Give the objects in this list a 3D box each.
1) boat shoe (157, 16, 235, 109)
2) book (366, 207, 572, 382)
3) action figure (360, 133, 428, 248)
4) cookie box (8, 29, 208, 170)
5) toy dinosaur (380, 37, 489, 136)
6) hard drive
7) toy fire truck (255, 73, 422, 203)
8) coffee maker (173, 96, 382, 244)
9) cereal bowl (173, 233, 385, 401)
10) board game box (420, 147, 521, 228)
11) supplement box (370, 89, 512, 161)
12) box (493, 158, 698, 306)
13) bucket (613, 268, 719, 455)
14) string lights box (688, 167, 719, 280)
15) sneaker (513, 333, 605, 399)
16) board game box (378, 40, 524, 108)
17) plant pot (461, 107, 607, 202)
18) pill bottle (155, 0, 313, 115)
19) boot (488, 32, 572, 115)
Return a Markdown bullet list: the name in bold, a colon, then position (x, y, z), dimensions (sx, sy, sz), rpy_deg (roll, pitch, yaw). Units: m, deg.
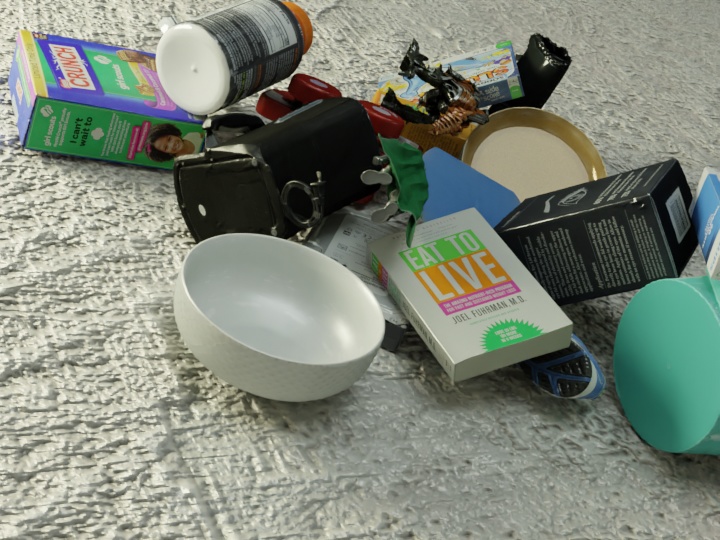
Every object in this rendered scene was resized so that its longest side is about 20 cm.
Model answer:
- **boat shoe**: position (-0.184, -0.269, 1.502), dimensions (0.074, 0.067, 0.200), rpy_deg (58, 4, 18)
- **book**: position (0.106, 0.024, 1.248), dimensions (0.134, 0.048, 0.200), rpy_deg (-16, 43, -20)
- **action figure**: position (0.044, -0.093, 1.306), dimensions (0.055, 0.118, 0.200), rpy_deg (-10, 7, 14)
- **cookie box**: position (-0.293, -0.195, 1.405), dimensions (0.200, 0.075, 0.171), rpy_deg (6, 33, -27)
- **toy dinosaur**: position (0.104, -0.218, 1.544), dimensions (0.136, 0.102, 0.200), rpy_deg (27, 6, -4)
- **hard drive**: position (0.000, 0.000, 1.319), dimensions (0.140, 0.038, 0.200), rpy_deg (23, 30, 2)
- **toy fire truck**: position (-0.027, -0.172, 1.521), dimensions (0.200, 0.112, 0.168), rpy_deg (25, 17, 5)
- **coffee maker**: position (-0.064, -0.097, 1.294), dimensions (0.192, 0.135, 0.200), rpy_deg (22, 34, 28)
- **cereal bowl**: position (-0.081, 0.054, 1.131), dimensions (0.200, 0.083, 0.200), rpy_deg (16, 31, -10)
- **board game box**: position (0.128, -0.051, 1.458), dimensions (0.200, 0.039, 0.158), rpy_deg (26, 48, -29)
- **supplement box**: position (0.101, -0.172, 1.636), dimensions (0.200, 0.069, 0.067), rpy_deg (17, 29, -5)
- **box**: position (0.267, -0.038, 1.385), dimensions (0.200, 0.104, 0.148), rpy_deg (-14, 13, 31)
- **bucket**: position (0.367, 0.096, 1.252), dimensions (0.135, 0.207, 0.207), rpy_deg (0, 36, -27)
- **string lights box**: position (0.407, -0.040, 1.259), dimensions (0.103, 0.059, 0.200), rpy_deg (17, 23, 2)
- **sneaker**: position (0.179, 0.077, 1.295), dimensions (0.077, 0.076, 0.200), rpy_deg (28, 14, -50)
- **board game box**: position (0.124, -0.257, 1.710), dimensions (0.200, 0.034, 0.135), rpy_deg (-15, 30, 9)
- **plant pot**: position (0.224, -0.119, 1.582), dimensions (0.200, 0.027, 0.200), rpy_deg (5, 66, -11)
- **pill bottle**: position (-0.136, -0.257, 1.413), dimensions (0.106, 0.106, 0.200), rpy_deg (32, 36, 17)
- **boot**: position (0.240, -0.236, 1.727), dimensions (0.073, 0.162, 0.198), rpy_deg (25, 28, -18)
